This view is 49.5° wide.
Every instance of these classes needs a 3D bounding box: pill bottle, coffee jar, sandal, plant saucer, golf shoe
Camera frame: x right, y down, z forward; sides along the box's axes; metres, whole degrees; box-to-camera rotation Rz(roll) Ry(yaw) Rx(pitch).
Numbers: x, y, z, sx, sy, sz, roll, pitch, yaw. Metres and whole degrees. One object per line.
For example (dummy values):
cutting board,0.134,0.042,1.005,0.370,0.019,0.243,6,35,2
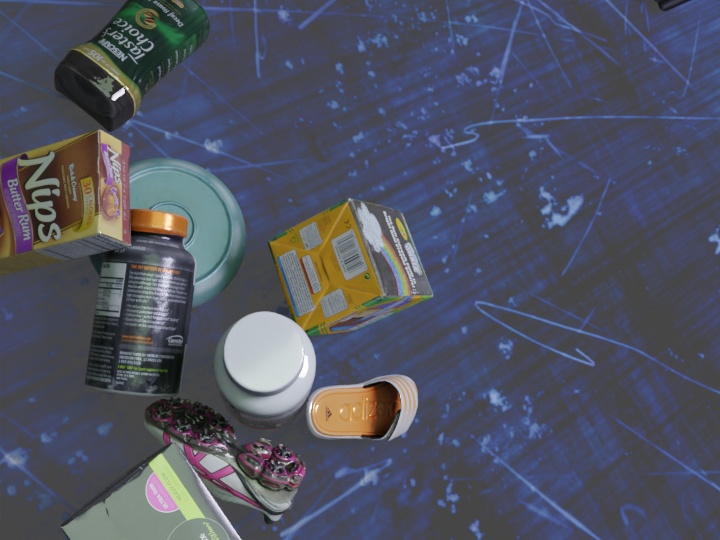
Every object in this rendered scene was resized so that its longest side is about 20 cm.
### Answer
pill bottle,-0.105,0.111,0.864,0.109,0.200,0.112,2,71,-6
coffee jar,-0.287,-0.274,0.985,0.104,0.085,0.201,37,65,-6
sandal,0.020,0.170,0.937,0.206,0.059,0.080,2,84,-51
plant saucer,-0.237,-0.051,0.969,0.198,0.027,0.203,6,72,-20
pill bottle,-0.241,0.035,0.875,0.105,0.106,0.203,9,85,-18
golf shoe,-0.165,0.218,0.886,0.198,0.093,0.073,27,21,9

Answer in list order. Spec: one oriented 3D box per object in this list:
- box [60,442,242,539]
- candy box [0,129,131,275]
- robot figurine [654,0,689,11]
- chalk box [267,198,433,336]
box,-0.207,0.275,0.784,0.124,0.200,0.149,-36,88,-25
candy box,-0.347,-0.069,0.854,0.198,0.056,0.118,-11,74,19
robot figurine,0.524,-0.559,1.357,0.123,0.150,0.202,-9,77,-5
chalk box,0.000,0.000,0.968,0.200,0.123,0.126,6,62,-65
